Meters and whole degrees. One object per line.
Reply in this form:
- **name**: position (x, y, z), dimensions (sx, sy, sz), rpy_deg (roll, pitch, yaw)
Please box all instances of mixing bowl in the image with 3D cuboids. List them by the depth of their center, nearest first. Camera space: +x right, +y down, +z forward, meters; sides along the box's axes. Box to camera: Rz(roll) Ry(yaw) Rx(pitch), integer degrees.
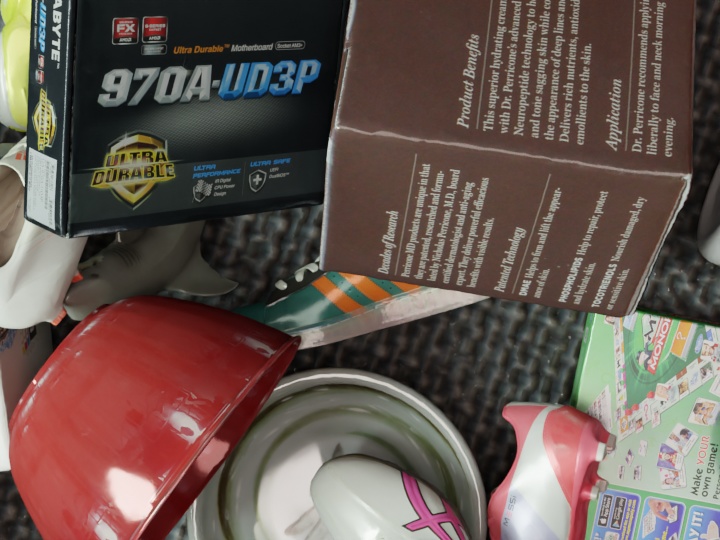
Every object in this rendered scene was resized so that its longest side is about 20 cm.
- **mixing bowl**: position (-0.136, 0.089, 0.907), dimensions (0.108, 0.200, 0.200), rpy_deg (36, 96, 3)

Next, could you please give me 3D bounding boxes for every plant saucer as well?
- **plant saucer**: position (-0.015, 0.161, 1.030), dimensions (0.199, 0.050, 0.201), rpy_deg (0, 96, 2)

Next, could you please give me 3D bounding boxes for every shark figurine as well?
- **shark figurine**: position (-0.108, -0.031, 1.000), dimensions (0.089, 0.128, 0.215), rpy_deg (31, 70, 8)

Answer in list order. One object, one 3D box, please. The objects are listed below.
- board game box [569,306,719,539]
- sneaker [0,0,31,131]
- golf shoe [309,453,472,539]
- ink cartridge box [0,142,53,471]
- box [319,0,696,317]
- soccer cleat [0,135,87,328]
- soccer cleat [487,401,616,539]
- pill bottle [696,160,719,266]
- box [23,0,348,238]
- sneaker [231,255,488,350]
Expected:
- **board game box**: position (0.202, 0.129, 1.031), dimensions (0.134, 0.029, 0.201), rpy_deg (11, 96, 2)
- **sneaker**: position (-0.183, -0.189, 0.998), dimensions (0.105, 0.076, 0.201), rpy_deg (4, 103, -11)
- **golf shoe**: position (0.040, 0.190, 0.944), dimensions (0.200, 0.092, 0.073), rpy_deg (43, 106, 16)
- **ink cartridge box**: position (-0.286, 0.024, 0.977), dimensions (0.147, 0.145, 0.201), rpy_deg (-5, 95, 3)
- **box**: position (0.087, -0.092, 0.916), dimensions (0.199, 0.164, 0.166), rpy_deg (9, 61, 1)
- **soccer cleat**: position (-0.181, -0.060, 0.911), dimensions (0.069, 0.078, 0.200), rpy_deg (0, 59, 31)
- **soccer cleat**: position (0.111, 0.184, 1.000), dimensions (0.076, 0.067, 0.201), rpy_deg (16, 99, 23)
- **pill bottle**: position (0.326, -0.024, 0.968), dimensions (0.200, 0.116, 0.116), rpy_deg (22, 96, -1)
- **box**: position (-0.098, -0.109, 0.889), dimensions (0.046, 0.200, 0.159), rpy_deg (22, 112, 43)
- **sneaker**: position (0.000, 0.000, 1.008), dimensions (0.199, 0.071, 0.080), rpy_deg (-16, 92, -3)
